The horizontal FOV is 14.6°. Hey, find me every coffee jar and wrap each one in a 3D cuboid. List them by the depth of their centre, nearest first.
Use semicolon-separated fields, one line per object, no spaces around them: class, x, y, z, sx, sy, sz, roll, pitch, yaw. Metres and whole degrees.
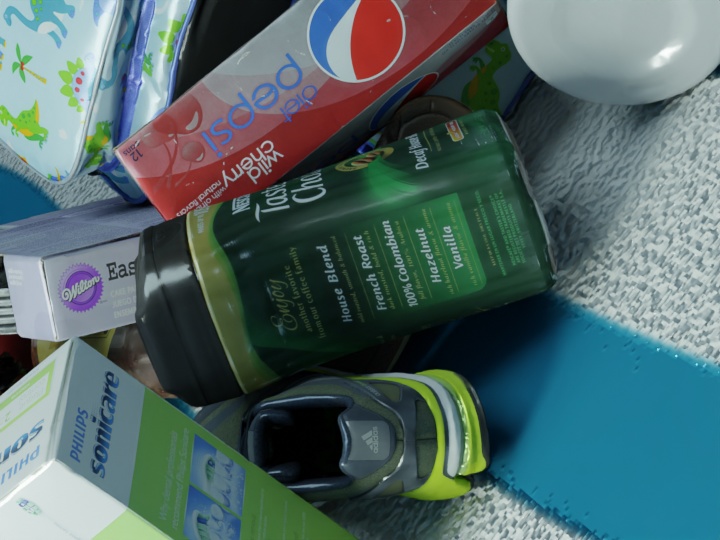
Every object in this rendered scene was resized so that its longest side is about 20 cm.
coffee jar;-0.012;-0.005;1.351;0.200;0.085;0.104;-20;18;1

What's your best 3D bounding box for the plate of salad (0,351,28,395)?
plate of salad;-0.199;0.132;1.548;0.200;0.048;0.200;178;90;-81

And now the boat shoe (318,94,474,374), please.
boat shoe;0.005;0.004;1.447;0.202;0.075;0.075;-54;-4;7

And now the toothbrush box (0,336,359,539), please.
toothbrush box;-0.105;0.146;1.280;0.146;0.200;0.086;-39;29;29

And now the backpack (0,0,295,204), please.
backpack;-0.150;-0.153;1.571;0.200;0.147;0.183;39;127;35

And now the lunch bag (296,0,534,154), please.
lunch bag;0.033;-0.139;1.551;0.161;0.082;0.200;-54;24;4

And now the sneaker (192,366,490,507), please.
sneaker;-0.030;0.078;1.343;0.200;0.081;0.074;-12;80;51

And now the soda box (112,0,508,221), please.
soda box;-0.023;-0.092;1.426;0.200;0.070;0.063;-39;-10;5

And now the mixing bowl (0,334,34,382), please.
mixing bowl;-0.258;0.069;1.726;0.200;0.108;0.200;-35;27;21

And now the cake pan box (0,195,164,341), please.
cake pan box;-0.126;-0.009;1.548;0.200;0.052;0.184;-15;8;-29

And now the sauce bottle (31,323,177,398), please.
sauce bottle;-0.117;0.041;1.591;0.200;0.066;0.066;-6;52;55

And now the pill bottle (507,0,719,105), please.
pill bottle;0.132;-0.186;1.404;0.111;0.111;0.200;-35;31;33
